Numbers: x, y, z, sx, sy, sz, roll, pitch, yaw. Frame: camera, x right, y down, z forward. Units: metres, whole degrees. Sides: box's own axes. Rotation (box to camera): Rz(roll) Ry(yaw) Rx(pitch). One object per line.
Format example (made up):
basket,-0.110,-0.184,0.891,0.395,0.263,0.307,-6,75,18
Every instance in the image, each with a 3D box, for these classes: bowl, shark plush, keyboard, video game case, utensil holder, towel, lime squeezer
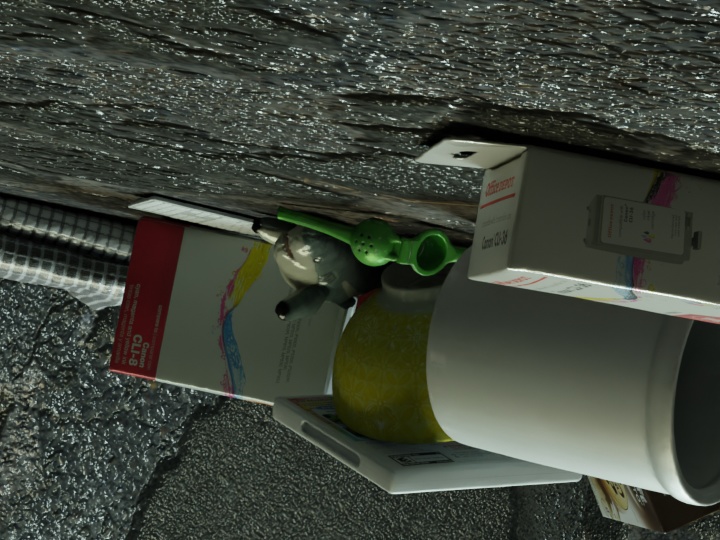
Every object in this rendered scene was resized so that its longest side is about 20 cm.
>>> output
bowl,0.065,0.046,1.573,0.199,0.108,0.200,-11,-158,4
shark plush,0.000,0.000,1.597,0.199,0.091,0.083,20,140,-41
keyboard,-0.100,-0.039,1.654,0.199,0.011,0.056,12,175,-29
video game case,0.056,0.141,1.602,0.199,0.024,0.182,1,-165,-35
utensil holder,0.170,0.066,1.365,0.199,0.171,0.170,8,175,34
towel,-0.312,-0.016,1.942,0.165,0.086,0.200,12,175,-14
lime squeezer,0.033,-0.017,1.460,0.199,0.038,0.071,10,176,-2

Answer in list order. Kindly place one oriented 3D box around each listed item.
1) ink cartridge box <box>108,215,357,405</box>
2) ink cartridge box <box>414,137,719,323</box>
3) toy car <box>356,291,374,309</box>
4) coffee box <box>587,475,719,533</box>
ink cartridge box,-0.108,0.042,1.749,0.199,0.145,0.145,11,179,4
ink cartridge box,0.128,-0.019,1.024,0.199,0.068,0.116,11,175,-6
toy car,0.073,0.064,1.924,0.200,0.178,0.184,-31,164,36
coffee box,0.252,0.159,1.685,0.079,0.114,0.200,-21,179,-8
